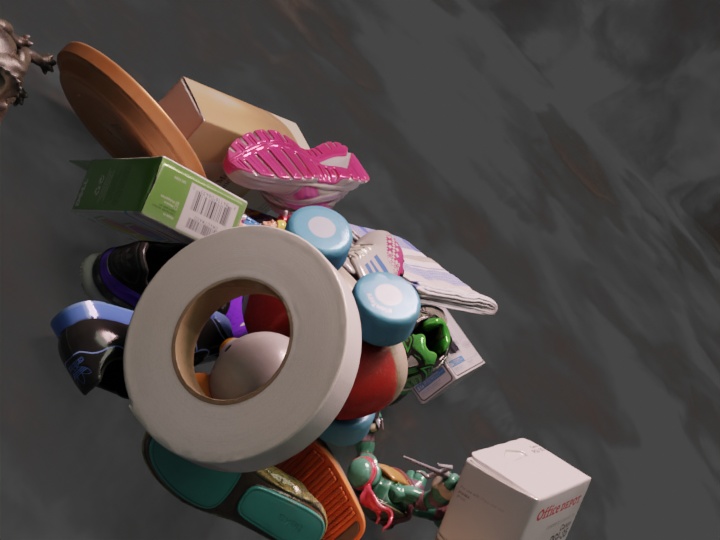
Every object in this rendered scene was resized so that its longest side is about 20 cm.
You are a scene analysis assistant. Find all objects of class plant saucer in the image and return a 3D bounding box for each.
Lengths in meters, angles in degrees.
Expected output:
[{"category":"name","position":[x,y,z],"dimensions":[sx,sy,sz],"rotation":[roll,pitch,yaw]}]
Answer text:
[{"category":"plant saucer","position":[-0.238,-0.144,1.226],"dimensions":[0.200,0.032,0.201],"rotation":[39,-18,15]}]

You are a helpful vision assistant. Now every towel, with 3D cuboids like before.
[{"category":"towel","position":[0.062,-0.006,1.456],"dimensions":[0.146,0.024,0.200],"rotation":[13,18,-40]}]

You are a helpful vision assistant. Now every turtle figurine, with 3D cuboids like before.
[{"category":"turtle figurine","position":[0.037,0.206,1.202],"dimensions":[0.150,0.101,0.200],"rotation":[42,-2,36]}]

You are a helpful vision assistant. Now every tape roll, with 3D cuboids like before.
[{"category":"tape roll","position":[-0.098,0.062,0.977],"dimensions":[0.204,0.202,0.037],"rotation":[63,6,28]}]

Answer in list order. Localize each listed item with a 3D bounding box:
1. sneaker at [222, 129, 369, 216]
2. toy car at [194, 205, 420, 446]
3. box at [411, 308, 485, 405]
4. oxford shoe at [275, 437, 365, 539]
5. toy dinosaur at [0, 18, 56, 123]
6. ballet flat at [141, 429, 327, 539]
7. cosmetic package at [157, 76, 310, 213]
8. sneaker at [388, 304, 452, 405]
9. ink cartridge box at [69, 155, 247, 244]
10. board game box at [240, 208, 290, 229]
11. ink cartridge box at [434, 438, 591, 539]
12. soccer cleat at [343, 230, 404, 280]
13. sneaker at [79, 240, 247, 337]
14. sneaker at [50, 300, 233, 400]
[{"category":"sneaker","position":[-0.082,-0.098,1.378],"dimensions":[0.199,0.088,0.082],"rotation":[6,43,-46]},{"category":"toy car","position":[-0.077,0.078,1.053],"dimensions":[0.199,0.185,0.177],"rotation":[-27,62,-37]},{"category":"box","position":[0.063,0.064,1.540],"dimensions":[0.200,0.060,0.116],"rotation":[55,24,11]},{"category":"oxford shoe","position":[-0.056,0.173,1.163],"dimensions":[0.200,0.071,0.073],"rotation":[53,20,9]},{"category":"toy dinosaur","position":[-0.367,-0.223,1.186],"dimensions":[0.201,0.077,0.102],"rotation":[62,13,16]},{"category":"ballet flat","position":[-0.114,0.183,1.062],"dimensions":[0.200,0.071,0.071],"rotation":[36,27,-26]},{"category":"cosmetic package","position":[-0.156,-0.141,1.401],"dimensions":[0.199,0.105,0.071],"rotation":[14,40,-51]},{"category":"sneaker","position":[0.070,0.081,1.310],"dimensions":[0.078,0.085,0.200],"rotation":[55,20,-6]},{"category":"ink cartridge box","position":[-0.212,-0.063,1.183],"dimensions":[0.104,0.199,0.060],"rotation":[28,76,-37]},{"category":"board game box","position":[-0.114,-0.046,1.315],"dimensions":[0.158,0.039,0.200],"rotation":[33,24,27]},{"category":"ink cartridge box","position":[0.129,0.276,1.161],"dimensions":[0.083,0.201,0.146],"rotation":[27,13,28]},{"category":"soccer cleat","position":[0.000,0.000,1.306],"dimensions":[0.086,0.070,0.200],"rotation":[52,25,-26]},{"category":"sneaker","position":[-0.158,0.020,1.150],"dimensions":[0.200,0.099,0.070],"rotation":[20,56,-45]},{"category":"sneaker","position":[-0.185,0.078,1.082],"dimensions":[0.199,0.070,0.078],"rotation":[6,51,-49]}]
